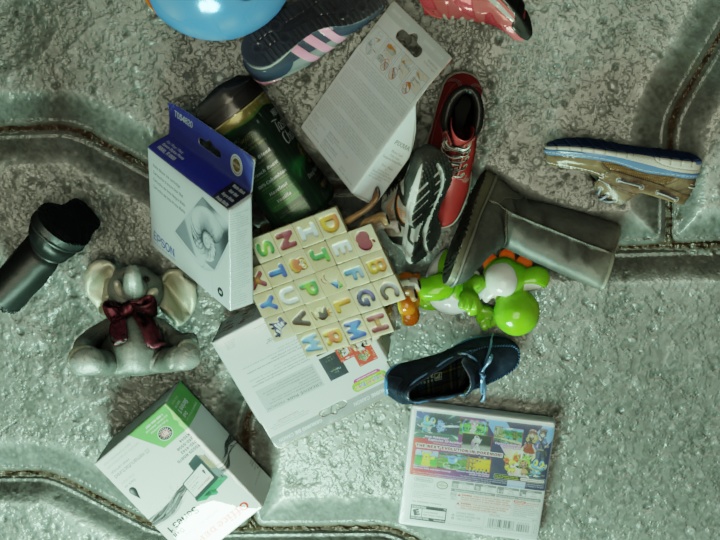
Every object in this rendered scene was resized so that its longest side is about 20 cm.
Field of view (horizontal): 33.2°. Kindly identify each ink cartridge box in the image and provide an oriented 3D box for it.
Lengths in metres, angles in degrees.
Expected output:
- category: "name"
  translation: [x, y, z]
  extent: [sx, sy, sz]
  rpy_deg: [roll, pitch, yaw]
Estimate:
- category: "ink cartridge box"
  translation: [-0.200, -0.081, 1.497]
  extent: [0.040, 0.199, 0.202]
  rpy_deg: [-19, 127, -34]
- category: "ink cartridge box"
  translation: [-0.066, 0.112, 1.608]
  extent: [0.199, 0.084, 0.177]
  rpy_deg: [-26, 104, 11]
- category: "ink cartridge box"
  translation: [0.027, -0.206, 1.473]
  extent: [0.047, 0.160, 0.201]
  rpy_deg: [24, 110, -41]
- category: "ink cartridge box"
  translation: [-0.241, 0.280, 1.671]
  extent: [0.146, 0.084, 0.200]
  rpy_deg: [-40, 99, 14]

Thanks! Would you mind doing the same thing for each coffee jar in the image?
- category: "coffee jar"
  translation: [-0.121, -0.149, 1.525]
  extent: [0.085, 0.104, 0.201]
  rpy_deg: [-33, 102, 17]

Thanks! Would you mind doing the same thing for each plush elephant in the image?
- category: "plush elephant"
  translation: [-0.294, 0.058, 1.582]
  extent: [0.163, 0.200, 0.157]
  rpy_deg: [-2, 84, -8]

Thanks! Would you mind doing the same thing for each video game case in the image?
- category: "video game case"
  translation: [0.159, 0.278, 1.674]
  extent: [0.198, 0.023, 0.184]
  rpy_deg: [7, 107, 3]

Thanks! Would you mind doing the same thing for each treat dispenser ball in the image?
- category: "treat dispenser ball"
  translation: [-0.170, -0.372, 1.412]
  extent: [0.199, 0.201, 0.203]
  rpy_deg: [1, 107, 4]

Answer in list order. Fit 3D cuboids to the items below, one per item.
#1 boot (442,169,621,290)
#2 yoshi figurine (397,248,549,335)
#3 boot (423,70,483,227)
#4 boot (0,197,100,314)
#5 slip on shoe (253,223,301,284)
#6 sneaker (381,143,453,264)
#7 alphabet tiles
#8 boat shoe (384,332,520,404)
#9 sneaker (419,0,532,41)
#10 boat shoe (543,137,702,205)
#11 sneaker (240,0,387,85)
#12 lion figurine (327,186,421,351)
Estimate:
- category: "boot"
  translation: [0.218, -0.022, 1.527]
  extent: [0.199, 0.073, 0.183]
  rpy_deg: [28, 69, -7]
- category: "yoshi figurine"
  translation: [0.149, 0.044, 1.568]
  extent: [0.198, 0.113, 0.113]
  rpy_deg: [-7, 122, 4]
- category: "boot"
  translation: [0.111, -0.136, 1.491]
  extent: [0.072, 0.144, 0.202]
  rpy_deg: [8, 109, -1]
- category: "boot"
  translation: [-0.419, -0.012, 1.545]
  extent: [0.162, 0.198, 0.073]
  rpy_deg: [-43, 97, 8]
- category: "slip on shoe"
  translation: [-0.122, -0.031, 1.551]
  extent: [0.199, 0.076, 0.061]
  rpy_deg: [25, 86, 33]
- category: "sneaker"
  translation: [0.059, -0.089, 1.490]
  extent: [0.080, 0.074, 0.201]
  rpy_deg: [42, 151, 20]
- category: "alphabet tiles"
  translation: [-0.047, 0.017, 1.466]
  extent: [0.199, 0.006, 0.168]
  rpy_deg: [-19, 103, 29]
- category: "boat shoe"
  translation: [0.129, 0.142, 1.573]
  extent: [0.198, 0.069, 0.085]
  rpy_deg: [-20, 111, -22]
- category: "sneaker"
  translation: [0.121, -0.337, 1.480]
  extent: [0.200, 0.074, 0.087]
  rpy_deg: [38, 119, -3]
- category: "boat shoe"
  translation: [0.325, -0.120, 1.517]
  extent: [0.198, 0.072, 0.073]
  rpy_deg: [9, 108, 2]
- category: "sneaker"
  translation: [-0.057, -0.297, 1.504]
  extent: [0.199, 0.082, 0.071]
  rpy_deg: [-27, 74, -7]
- category: "lion figurine"
  translation: [0.000, 0.000, 1.482]
  extent: [0.121, 0.073, 0.202]
  rpy_deg: [-12, 112, 14]
